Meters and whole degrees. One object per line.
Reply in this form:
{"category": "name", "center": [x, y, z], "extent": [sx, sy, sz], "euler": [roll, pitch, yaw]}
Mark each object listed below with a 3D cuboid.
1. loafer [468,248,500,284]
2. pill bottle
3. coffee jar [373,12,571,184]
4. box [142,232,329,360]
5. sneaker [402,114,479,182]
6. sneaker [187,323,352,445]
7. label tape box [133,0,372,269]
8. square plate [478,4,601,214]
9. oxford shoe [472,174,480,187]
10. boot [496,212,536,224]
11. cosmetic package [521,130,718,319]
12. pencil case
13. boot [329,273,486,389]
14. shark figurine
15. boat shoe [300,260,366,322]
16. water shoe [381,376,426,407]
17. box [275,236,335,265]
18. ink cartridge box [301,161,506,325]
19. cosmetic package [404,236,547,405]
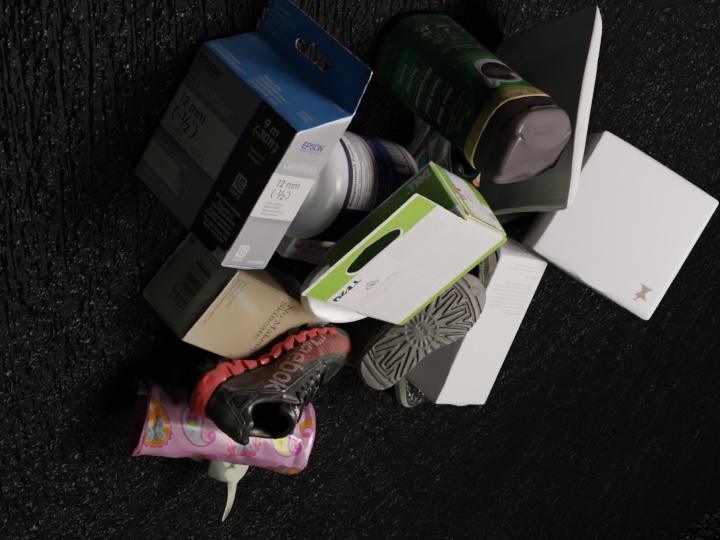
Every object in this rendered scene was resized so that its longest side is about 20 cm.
{"category": "loafer", "center": [0.108, -0.031, 1.341], "extent": [0.200, 0.071, 0.064], "euler": [47, 53, -58]}
{"category": "pill bottle", "center": [-0.036, -0.085, 1.220], "extent": [0.199, 0.111, 0.112], "euler": [5, 123, -53]}
{"category": "coffee jar", "center": [0.110, -0.168, 1.218], "extent": [0.103, 0.200, 0.086], "euler": [-11, 135, -42]}
{"category": "box", "center": [-0.123, 0.037, 1.285], "extent": [0.095, 0.078, 0.199], "euler": [-50, 149, 7]}
{"category": "sneaker", "center": [0.083, -0.112, 1.364], "extent": [0.077, 0.086, 0.202], "euler": [-12, 135, -42]}
{"category": "sneaker", "center": [-0.075, 0.120, 1.270], "extent": [0.199, 0.098, 0.072], "euler": [-21, 141, -37]}
{"category": "label tape box", "center": [-0.095, -0.125, 1.066], "extent": [0.066, 0.143, 0.202], "euler": [3, 125, -52]}
{"category": "square plate", "center": [0.187, -0.157, 1.284], "extent": [0.028, 0.198, 0.204], "euler": [11, 86, -20]}
{"category": "oxford shoe", "center": [0.183, -0.180, 1.419], "extent": [0.200, 0.074, 0.071], "euler": [-46, 148, -8]}
{"category": "boot", "center": [0.183, -0.104, 1.526], "extent": [0.198, 0.068, 0.132], "euler": [-12, 141, -43]}
{"category": "cosmetic package", "center": [0.316, -0.059, 1.549], "extent": [0.168, 0.166, 0.200], "euler": [-58, 180, 5]}
{"category": "pencil case", "center": [-0.148, 0.163, 1.313], "extent": [0.197, 0.088, 0.088], "euler": [11, 124, -18]}
{"category": "boot", "center": [0.037, 0.054, 1.403], "extent": [0.181, 0.073, 0.200], "euler": [-34, -169, -8]}
{"category": "shark figurine", "center": [-0.172, 0.197, 1.419], "extent": [0.216, 0.088, 0.130], "euler": [94, 14, -58]}
{"category": "boat shoe", "center": [0.000, 0.000, 1.333], "extent": [0.199, 0.068, 0.073], "euler": [-34, 109, -39]}
{"category": "water shoe", "center": [0.039, 0.074, 1.546], "extent": [0.071, 0.078, 0.203], "euler": [-22, 116, -41]}
{"category": "box", "center": [-0.030, -0.027, 1.367], "extent": [0.042, 0.039, 0.199], "euler": [-56, 149, 12]}
{"category": "ink cartridge box", "center": [0.031, -0.032, 1.173], "extent": [0.147, 0.076, 0.199], "euler": [-40, 154, 17]}
{"category": "cosmetic package", "center": [0.138, 0.059, 1.504], "extent": [0.101, 0.074, 0.202], "euler": [9, 111, -47]}
